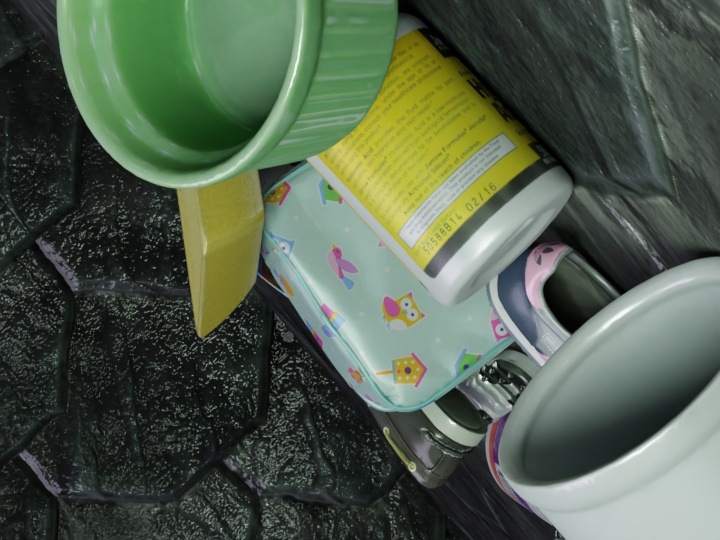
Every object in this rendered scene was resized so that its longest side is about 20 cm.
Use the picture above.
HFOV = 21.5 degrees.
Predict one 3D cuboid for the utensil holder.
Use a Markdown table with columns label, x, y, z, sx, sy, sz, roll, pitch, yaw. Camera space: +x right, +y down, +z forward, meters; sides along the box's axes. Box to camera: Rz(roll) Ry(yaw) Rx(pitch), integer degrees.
| label | x | y | z | sx | sy | sz | roll | pitch | yaw |
| --- | --- | --- | --- | --- | --- | --- | --- | --- | --- |
| utensil holder | 0.200 | 0.121 | 1.008 | 0.200 | 0.170 | 0.170 | 48 | 173 | -16 |

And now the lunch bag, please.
| label | x | y | z | sx | sy | sz | roll | pitch | yaw |
| --- | --- | --- | --- | --- | --- | --- | --- | --- | --- |
| lunch bag | 0.030 | -0.006 | 1.364 | 0.200 | 0.160 | 0.077 | 54 | 167 | 0 |

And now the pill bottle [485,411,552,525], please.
| label | x | y | z | sx | sy | sz | roll | pitch | yaw |
| --- | --- | --- | --- | --- | --- | --- | --- | --- | --- |
| pill bottle | 0.178 | 0.149 | 1.451 | 0.112 | 0.111 | 0.200 | 51 | 172 | -16 |

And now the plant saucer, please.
| label | x | y | z | sx | sy | sz | roll | pitch | yaw |
| --- | --- | --- | --- | --- | --- | --- | --- | --- | --- |
| plant saucer | -0.102 | -0.076 | 1.327 | 0.200 | 0.048 | 0.201 | 109 | 153 | -70 |

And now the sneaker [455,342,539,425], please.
| label | x | y | z | sx | sy | sz | roll | pitch | yaw |
| --- | --- | --- | --- | --- | --- | --- | --- | --- | --- |
| sneaker | 0.111 | 0.070 | 1.489 | 0.066 | 0.091 | 0.200 | 45 | 158 | -11 |

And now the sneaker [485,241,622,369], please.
| label | x | y | z | sx | sy | sz | roll | pitch | yaw |
| --- | --- | --- | --- | --- | --- | --- | --- | --- | --- |
| sneaker | 0.169 | 0.061 | 1.244 | 0.200 | 0.070 | 0.082 | 42 | 158 | -8 |

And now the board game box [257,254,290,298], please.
| label | x | y | z | sx | sy | sz | roll | pitch | yaw |
| --- | --- | --- | --- | --- | --- | --- | --- | --- | --- |
| board game box | 0.000 | 0.000 | 1.482 | 0.157 | 0.039 | 0.200 | 25 | -164 | -9 |

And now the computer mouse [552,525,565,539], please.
| label | x | y | z | sx | sy | sz | roll | pitch | yaw |
| --- | --- | --- | --- | --- | --- | --- | --- | --- | --- |
| computer mouse | 0.160 | 0.119 | 1.335 | 0.059 | 0.034 | 0.201 | -124 | 36 | -68 |

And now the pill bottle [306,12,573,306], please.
| label | x | y | z | sx | sy | sz | roll | pitch | yaw |
| --- | --- | --- | --- | --- | --- | --- | --- | --- | --- |
| pill bottle | 0.025 | -0.085 | 1.155 | 0.200 | 0.111 | 0.111 | 47 | 172 | 9 |

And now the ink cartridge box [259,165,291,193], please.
| label | x | y | z | sx | sy | sz | roll | pitch | yaw |
| --- | --- | --- | --- | --- | --- | --- | --- | --- | --- |
| ink cartridge box | -0.107 | -0.134 | 1.515 | 0.042 | 0.120 | 0.201 | 6 | 134 | 29 |

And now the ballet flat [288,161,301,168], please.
| label | x | y | z | sx | sy | sz | roll | pitch | yaw |
| --- | --- | --- | --- | --- | --- | --- | --- | --- | --- |
| ballet flat | -0.028 | -0.099 | 1.543 | 0.201 | 0.072 | 0.072 | 51 | 172 | -15 |

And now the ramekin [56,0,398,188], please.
| label | x | y | z | sx | sy | sz | roll | pitch | yaw |
| --- | --- | --- | --- | --- | --- | --- | --- | --- | --- |
| ramekin | -0.073 | -0.149 | 1.084 | 0.097 | 0.200 | 0.200 | -7 | -137 | -49 |

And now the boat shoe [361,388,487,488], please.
| label | x | y | z | sx | sy | sz | roll | pitch | yaw |
| --- | --- | --- | --- | --- | --- | --- | --- | --- | --- |
| boat shoe | 0.026 | 0.086 | 1.458 | 0.072 | 0.061 | 0.201 | 21 | -160 | -35 |
